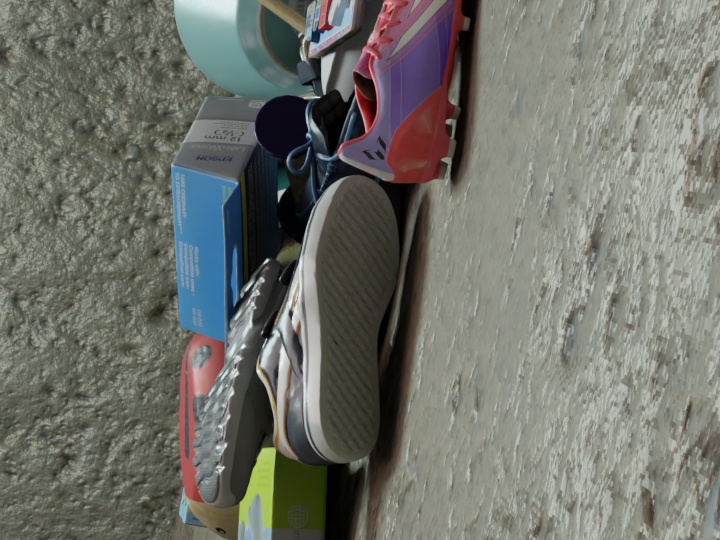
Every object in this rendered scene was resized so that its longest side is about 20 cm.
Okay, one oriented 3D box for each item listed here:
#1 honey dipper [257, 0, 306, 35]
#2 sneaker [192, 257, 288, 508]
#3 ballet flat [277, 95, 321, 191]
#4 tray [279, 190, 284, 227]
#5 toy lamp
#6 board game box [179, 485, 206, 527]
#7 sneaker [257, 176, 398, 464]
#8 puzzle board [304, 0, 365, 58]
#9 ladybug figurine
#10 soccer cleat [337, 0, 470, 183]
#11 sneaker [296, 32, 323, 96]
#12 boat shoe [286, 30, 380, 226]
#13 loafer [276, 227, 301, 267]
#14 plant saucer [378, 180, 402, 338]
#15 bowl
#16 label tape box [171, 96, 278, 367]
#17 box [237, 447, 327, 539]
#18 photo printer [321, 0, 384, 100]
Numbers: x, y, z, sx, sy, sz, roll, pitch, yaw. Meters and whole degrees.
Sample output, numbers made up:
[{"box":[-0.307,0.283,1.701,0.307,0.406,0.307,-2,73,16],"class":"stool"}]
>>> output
[{"box":[-0.058,-0.211,1.616,0.038,0.199,0.038,-45,-22,-24],"class":"honey dipper"},{"box":[-0.062,0.085,1.393,0.075,0.081,0.202,-45,24,54],"class":"sneaker"},{"box":[-0.052,-0.109,1.624,0.199,0.070,0.066,-11,75,43],"class":"ballet flat"},{"box":[-0.059,-0.083,1.735,0.107,0.022,0.200,-26,19,26],"class":"tray"},{"box":[-0.046,-0.070,1.538,0.200,0.057,0.059,75,-159,-69],"class":"toy lamp"},{"box":[-0.096,0.133,1.743,0.105,0.102,0.202,165,115,-82],"class":"board game box"},{"box":[-0.028,0.035,1.336,0.079,0.078,0.202,-16,61,49],"class":"sneaker"},{"box":[-0.014,-0.244,1.440,0.200,0.017,0.153,-177,94,-79],"class":"puzzle board"},{"box":[-0.108,0.125,1.574,0.136,0.071,0.203,-177,85,-72],"class":"ladybug figurine"},{"box":[0.030,-0.148,1.267,0.067,0.076,0.202,114,164,-61],"class":"soccer cleat"},{"box":[-0.020,-0.164,1.666,0.078,0.078,0.202,159,120,-80],"class":"sneaker"},{"box":[-0.007,-0.108,1.388,0.085,0.068,0.201,-87,24,-46],"class":"boat shoe"},{"box":[-0.045,-0.002,1.685,0.201,0.067,0.077,-66,-33,-55],"class":"loafer"},{"box":[0.000,0.000,1.485,0.200,0.029,0.202,-169,90,-83],"class":"plant saucer"},{"box":[-0.059,-0.240,1.738,0.105,0.199,0.203,39,120,59],"class":"bowl"},{"box":[-0.111,-0.033,1.516,0.200,0.065,0.145,-70,-17,-61],"class":"label tape box"},{"box":[-0.062,0.235,1.446,0.122,0.047,0.203,159,114,-73],"class":"box"},{"box":[0.020,-0.249,1.504,0.201,0.069,0.168,109,168,-49],"class":"photo printer"}]
